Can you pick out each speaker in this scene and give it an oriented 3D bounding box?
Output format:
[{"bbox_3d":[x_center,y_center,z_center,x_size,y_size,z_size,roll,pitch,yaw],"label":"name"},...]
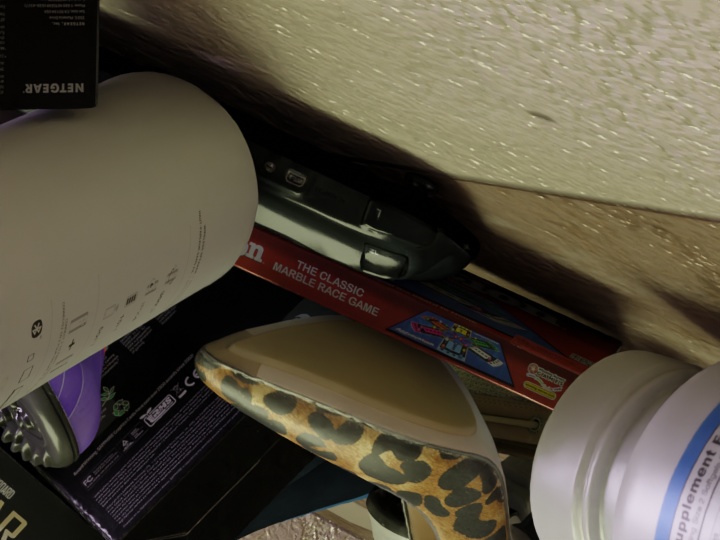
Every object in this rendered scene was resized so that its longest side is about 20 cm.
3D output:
[{"bbox_3d":[-0.105,-0.006,0.908,0.081,0.081,0.200,25,-157,14],"label":"speaker"}]

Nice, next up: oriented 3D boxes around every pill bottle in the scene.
[{"bbox_3d":[0.153,0.090,0.942,0.200,0.112,0.112,19,169,47],"label":"pill bottle"}]

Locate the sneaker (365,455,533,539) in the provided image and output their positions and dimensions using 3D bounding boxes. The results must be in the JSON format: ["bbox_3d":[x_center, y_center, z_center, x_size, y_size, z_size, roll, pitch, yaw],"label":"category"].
[{"bbox_3d":[0.077,0.120,1.236,0.200,0.091,0.066,-10,-151,-40],"label":"sneaker"}]

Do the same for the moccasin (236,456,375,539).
[{"bbox_3d":[-0.072,0.078,1.242,0.068,0.199,0.081,81,163,-55],"label":"moccasin"}]

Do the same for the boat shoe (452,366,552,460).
[{"bbox_3d":[0.108,0.074,1.173,0.200,0.063,0.073,25,172,21],"label":"boat shoe"}]

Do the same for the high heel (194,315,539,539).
[{"bbox_3d":[0.005,0.094,1.091,0.199,0.143,0.072,16,-146,-26],"label":"high heel"}]

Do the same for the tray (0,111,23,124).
[{"bbox_3d":[-0.190,-0.089,1.257,0.200,0.022,0.107,32,174,-29],"label":"tray"}]

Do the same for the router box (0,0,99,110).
[{"bbox_3d":[-0.205,-0.081,0.921,0.199,0.052,0.157,-3,-170,-31],"label":"router box"}]

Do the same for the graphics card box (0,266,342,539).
[{"bbox_3d":[-0.093,0.027,1.156,0.200,0.125,0.051,37,169,45],"label":"graphics card box"}]

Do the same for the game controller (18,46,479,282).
[{"bbox_3d":[-0.051,-0.048,1.041,0.200,0.042,0.104,26,-173,14],"label":"game controller"}]

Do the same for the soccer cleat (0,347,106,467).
[{"bbox_3d":[-0.115,0.005,1.036,0.200,0.073,0.068,-132,21,-62],"label":"soccer cleat"}]

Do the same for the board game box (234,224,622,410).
[{"bbox_3d":[0.000,0.000,1.089,0.199,0.020,0.103,24,-171,7],"label":"board game box"}]

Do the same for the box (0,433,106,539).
[{"bbox_3d":[-0.201,0.047,1.191,0.200,0.044,0.160,38,173,49],"label":"box"}]
